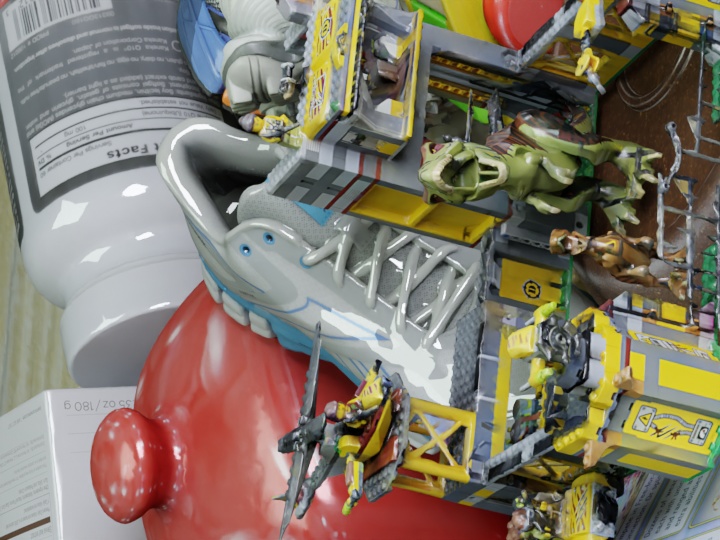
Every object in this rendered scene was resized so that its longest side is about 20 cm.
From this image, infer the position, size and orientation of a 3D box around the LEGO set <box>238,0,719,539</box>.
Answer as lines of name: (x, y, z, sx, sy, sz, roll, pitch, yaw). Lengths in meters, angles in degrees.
LEGO set: (0.028, -0.021, 0.618, 0.154, 0.115, 0.201, 150, 131, -66)

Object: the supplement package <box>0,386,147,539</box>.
supplement package: (-0.101, 0.162, 1.005, 0.120, 0.121, 0.202, -27, 67, 58)

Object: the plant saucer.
plant saucer: (0.104, -0.073, 0.671, 0.200, 0.034, 0.202, -166, 90, -72)

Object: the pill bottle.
pill bottle: (-0.111, -0.049, 1.032, 0.116, 0.115, 0.201, -50, 48, 50)

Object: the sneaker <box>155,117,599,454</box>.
sneaker: (0.000, 0.000, 0.745, 0.199, 0.087, 0.075, 23, 70, 37)

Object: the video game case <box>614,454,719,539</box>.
video game case: (0.113, 0.075, 0.577, 0.181, 0.045, 0.200, -32, 21, 56)

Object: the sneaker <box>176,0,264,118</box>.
sneaker: (-0.058, -0.160, 0.998, 0.079, 0.075, 0.201, -55, 51, 33)

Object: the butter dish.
butter dish: (-0.035, 0.074, 0.860, 0.200, 0.147, 0.201, -51, 47, 50)

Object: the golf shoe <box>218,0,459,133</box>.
golf shoe: (-0.010, -0.099, 0.822, 0.200, 0.078, 0.098, 52, -154, -82)

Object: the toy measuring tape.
toy measuring tape: (0.040, -0.135, 0.757, 0.074, 0.073, 0.201, 43, 161, 53)
